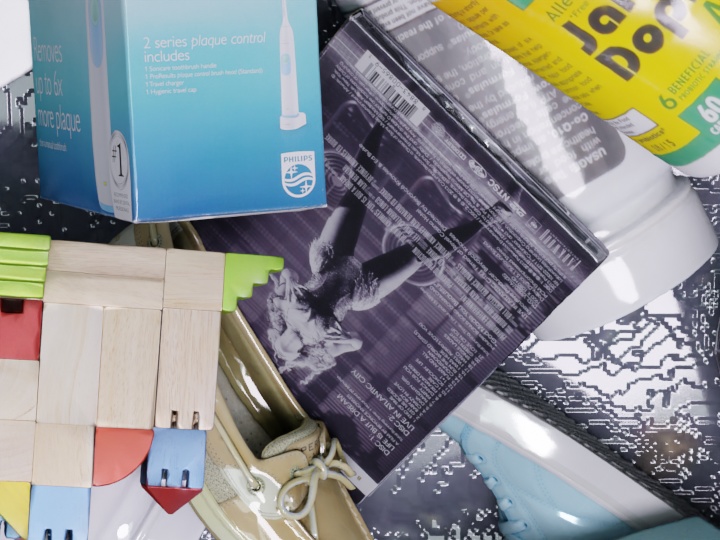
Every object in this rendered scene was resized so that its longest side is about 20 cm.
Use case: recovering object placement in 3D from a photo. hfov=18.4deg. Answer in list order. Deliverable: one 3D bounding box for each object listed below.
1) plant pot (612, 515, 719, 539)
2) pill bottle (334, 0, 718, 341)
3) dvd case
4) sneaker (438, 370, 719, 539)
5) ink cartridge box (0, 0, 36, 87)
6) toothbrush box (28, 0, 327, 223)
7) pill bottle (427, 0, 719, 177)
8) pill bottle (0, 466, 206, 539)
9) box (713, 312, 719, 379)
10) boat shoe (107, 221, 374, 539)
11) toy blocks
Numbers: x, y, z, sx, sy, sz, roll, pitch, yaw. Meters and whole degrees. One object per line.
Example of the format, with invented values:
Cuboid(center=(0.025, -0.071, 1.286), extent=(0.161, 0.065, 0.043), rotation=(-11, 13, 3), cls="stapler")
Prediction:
Cuboid(center=(0.112, 0.212, 0.972), extent=(0.200, 0.141, 0.142), rotation=(-35, 129, -20), cls="plant pot")
Cuboid(center=(0.074, -0.078, 0.990), extent=(0.113, 0.114, 0.201), rotation=(-27, 99, 6), cls="pill bottle")
Cuboid(center=(0.000, 0.000, 0.996), extent=(0.149, 0.016, 0.200), rotation=(44, 129, 3), cls="dvd case")
Cuboid(center=(0.088, 0.115, 1.049), extent=(0.200, 0.074, 0.082), rotation=(36, 95, -6), cls="sneaker")
Cuboid(center=(-0.244, -0.100, 1.013), extent=(0.200, 0.068, 0.115), rotation=(-30, 101, 7), cls="ink cartridge box")
Cuboid(center=(-0.081, -0.126, 0.921), extent=(0.085, 0.146, 0.201), rotation=(-4, 98, -23), cls="toothbrush box")
Cuboid(center=(0.086, -0.133, 0.873), extent=(0.200, 0.113, 0.113), rotation=(33, 100, -13), cls="pill bottle")
Cuboid(center=(-0.167, 0.079, 1.027), extent=(0.200, 0.112, 0.112), rotation=(32, 100, -6), cls="pill bottle")
Cuboid(center=(0.267, 0.077, 0.998), extent=(0.199, 0.036, 0.143), rotation=(-1, 129, 23), cls="box")
Cuboid(center=(-0.051, 0.064, 1.010), extent=(0.063, 0.073, 0.201), rotation=(-39, 82, 27), cls="boat shoe")
Cuboid(center=(-0.138, 0.056, 0.940), extent=(0.199, 0.100, 0.137), rotation=(4, 86, -11), cls="toy blocks")
